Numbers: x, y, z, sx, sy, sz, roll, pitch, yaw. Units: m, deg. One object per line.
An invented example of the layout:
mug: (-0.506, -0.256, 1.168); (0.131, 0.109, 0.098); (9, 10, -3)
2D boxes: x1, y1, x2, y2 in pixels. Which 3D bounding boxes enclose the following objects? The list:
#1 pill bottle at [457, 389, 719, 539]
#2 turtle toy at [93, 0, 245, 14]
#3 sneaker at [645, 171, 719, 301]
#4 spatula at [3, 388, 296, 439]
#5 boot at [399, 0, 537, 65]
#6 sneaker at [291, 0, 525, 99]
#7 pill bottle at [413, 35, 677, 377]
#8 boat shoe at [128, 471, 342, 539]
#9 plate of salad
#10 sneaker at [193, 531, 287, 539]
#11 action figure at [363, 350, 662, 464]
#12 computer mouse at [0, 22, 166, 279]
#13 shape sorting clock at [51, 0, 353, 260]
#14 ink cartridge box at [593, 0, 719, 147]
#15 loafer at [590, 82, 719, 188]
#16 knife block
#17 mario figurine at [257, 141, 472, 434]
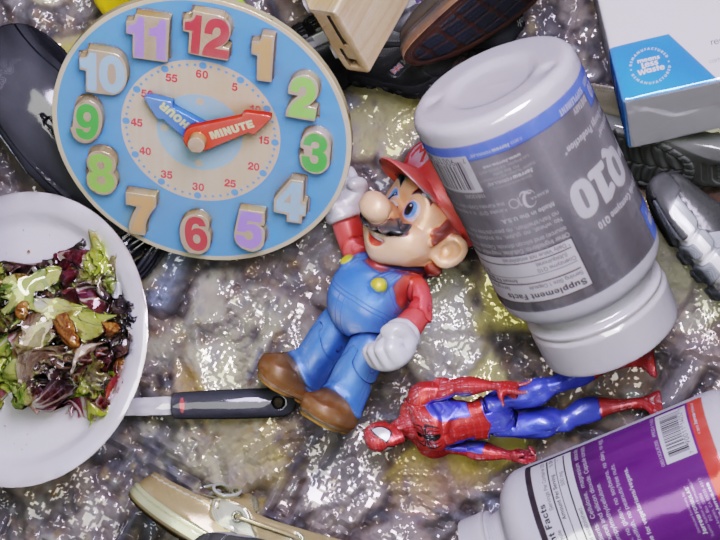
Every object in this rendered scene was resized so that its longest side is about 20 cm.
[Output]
pill bottle: (0.169, 0.162, 1.609); (0.199, 0.112, 0.113); (-23, 87, 12)
turtle toy: (-0.122, -0.221, 1.652); (0.145, 0.101, 0.201); (-18, 89, 5)
sneaker: (0.284, -0.010, 1.631); (0.115, 0.075, 0.200); (-40, 96, -1)
spatula: (-0.143, 0.093, 1.691); (0.199, 0.021, 0.057); (-1, 85, 5)
boot: (0.085, -0.224, 1.588); (0.200, 0.075, 0.097); (-42, 64, 15)
sneaker: (0.014, -0.142, 1.654); (0.200, 0.076, 0.088); (-26, 103, 13)
pill bottle: (0.123, -0.038, 1.590); (0.113, 0.114, 0.200); (-26, 114, 5)
boat shoe: (-0.057, 0.178, 1.660); (0.200, 0.073, 0.063); (26, 81, 4)
plate of salad: (-0.234, 0.044, 1.665); (0.199, 0.048, 0.201); (-4, 79, 24)
sneaker: (-0.071, 0.242, 1.624); (0.079, 0.074, 0.201); (17, 134, 22)
action figure: (0.100, 0.094, 1.649); (0.199, 0.052, 0.066); (-10, 122, 7)
computer mouse: (-0.173, -0.102, 1.683); (0.140, 0.046, 0.200); (-37, 86, 6)
shape sorting clock: (-0.104, -0.090, 1.616); (0.199, 0.039, 0.201); (5, 121, 8)
ink cartridge box: (0.206, -0.191, 1.602); (0.116, 0.067, 0.201); (-13, 64, 5)
loafer: (0.221, -0.096, 1.640); (0.199, 0.075, 0.070); (11, 66, 6)
knife block: (0.030, -0.245, 1.608); (0.175, 0.064, 0.200); (-27, 49, 7)
mario figurine: (0.000, 0.000, 1.637); (0.123, 0.106, 0.200); (31, 94, 7)
